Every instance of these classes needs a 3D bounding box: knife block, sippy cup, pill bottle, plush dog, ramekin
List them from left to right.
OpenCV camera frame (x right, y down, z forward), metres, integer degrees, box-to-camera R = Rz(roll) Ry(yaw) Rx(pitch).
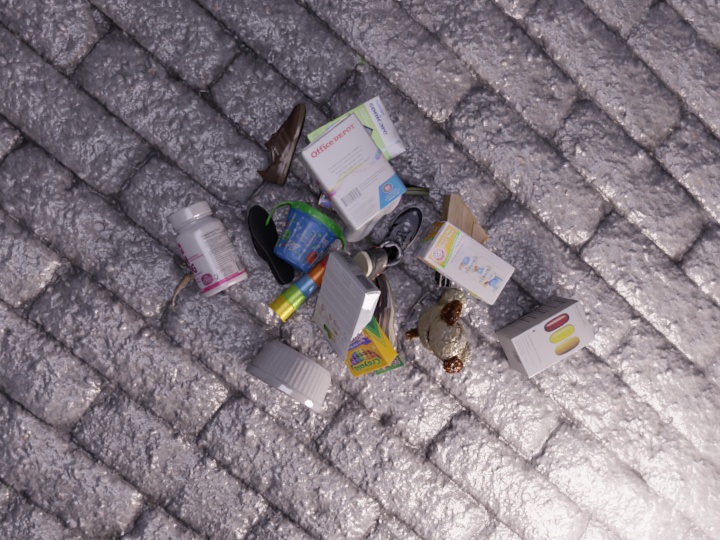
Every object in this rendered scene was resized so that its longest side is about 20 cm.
[{"bbox_3d":[-0.355,-0.050,1.342,0.112,0.113,0.202,-26,95,-6],"label":"pill bottle"},{"bbox_3d":[-0.159,0.241,1.346,0.201,0.202,0.095,32,75,-8],"label":"ramekin"},{"bbox_3d":[-0.132,-0.072,1.354,0.177,0.140,0.131,29,81,25],"label":"sippy cup"},{"bbox_3d":[0.198,0.153,1.394,0.158,0.172,0.203,-7,94,-7],"label":"plush dog"},{"bbox_3d":[0.220,-0.065,1.443,0.175,0.064,0.201,-37,97,-5],"label":"knife block"}]

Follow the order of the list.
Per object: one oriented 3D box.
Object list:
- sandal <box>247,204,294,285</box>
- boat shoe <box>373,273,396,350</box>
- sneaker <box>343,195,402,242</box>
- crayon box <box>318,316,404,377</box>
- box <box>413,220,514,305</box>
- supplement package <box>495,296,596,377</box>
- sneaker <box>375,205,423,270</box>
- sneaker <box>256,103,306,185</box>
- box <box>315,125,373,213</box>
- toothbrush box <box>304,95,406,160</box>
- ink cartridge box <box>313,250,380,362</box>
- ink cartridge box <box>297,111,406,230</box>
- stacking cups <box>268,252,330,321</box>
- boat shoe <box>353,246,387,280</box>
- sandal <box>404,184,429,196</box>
[{"bbox_3d":[-0.225,-0.056,1.385,0.048,0.075,0.203,-13,105,38],"label":"sandal"},{"bbox_3d":[0.045,0.110,1.423,0.072,0.074,0.203,-5,92,-7],"label":"boat shoe"},{"bbox_3d":[0.009,-0.148,1.369,0.099,0.075,0.200,29,129,-21],"label":"sneaker"},{"bbox_3d":[0.001,0.175,1.395,0.201,0.125,0.052,57,40,-7],"label":"crayon box"},{"bbox_3d":[0.239,-0.022,1.359,0.199,0.112,0.102,33,91,-10],"label":"box"},{"bbox_3d":[0.465,0.164,1.462,0.198,0.110,0.115,-29,96,-6],"label":"supplement package"},{"bbox_3d":[0.093,-0.073,1.400,0.075,0.114,0.201,39,87,-8],"label":"sneaker"},{"bbox_3d":[-0.186,-0.308,1.375,0.075,0.070,0.203,17,90,-7],"label":"sneaker"},{"bbox_3d":[-0.037,-0.232,1.313,0.064,0.070,0.202,21,92,-9],"label":"box"},{"bbox_3d":[-0.014,-0.301,1.390,0.199,0.086,0.147,-30,98,-4],"label":"toothbrush box"},{"bbox_3d":[-0.035,0.082,1.324,0.050,0.162,0.202,-10,130,-32],"label":"ink cartridge box"},{"bbox_3d":[-0.021,-0.210,1.239,0.144,0.085,0.201,-37,102,-6],"label":"ink cartridge box"},{"bbox_3d":[-0.133,0.033,1.403,0.200,0.060,0.061,-45,97,-5],"label":"stacking cups"},{"bbox_3d":[0.001,0.003,1.359,0.063,0.201,0.074,-18,79,-29],"label":"boat shoe"},{"bbox_3d":[0.071,-0.183,1.415,0.198,0.080,0.058,3,106,-8],"label":"sandal"}]
